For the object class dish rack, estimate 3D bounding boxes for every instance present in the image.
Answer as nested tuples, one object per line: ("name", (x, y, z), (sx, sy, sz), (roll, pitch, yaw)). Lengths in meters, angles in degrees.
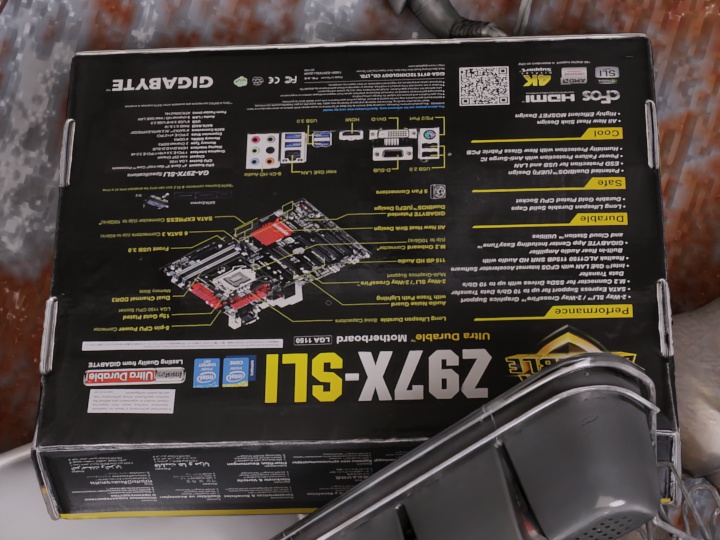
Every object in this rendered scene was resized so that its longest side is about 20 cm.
("dish rack", (0.071, 0.113, 0.843), (0.153, 0.200, 0.055), (-32, 50, 25))

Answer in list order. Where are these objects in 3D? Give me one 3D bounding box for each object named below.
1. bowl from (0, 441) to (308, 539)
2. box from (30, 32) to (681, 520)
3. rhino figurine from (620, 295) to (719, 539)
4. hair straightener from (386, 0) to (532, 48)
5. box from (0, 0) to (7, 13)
("bowl", (-0.086, 0.157, 0.916), (0.199, 0.075, 0.201), (-22, 87, 6))
("box", (0.000, 0.000, 0.879), (0.198, 0.049, 0.161), (-2, 55, 3))
("rhino figurine", (0.125, 0.048, 0.900), (0.200, 0.060, 0.088), (-36, 99, 19))
("hair straightener", (0.005, -0.164, 0.927), (0.077, 0.041, 0.201), (-34, 83, 4))
("box", (-0.204, -0.162, 0.880), (0.199, 0.164, 0.167), (27, 85, 5))
